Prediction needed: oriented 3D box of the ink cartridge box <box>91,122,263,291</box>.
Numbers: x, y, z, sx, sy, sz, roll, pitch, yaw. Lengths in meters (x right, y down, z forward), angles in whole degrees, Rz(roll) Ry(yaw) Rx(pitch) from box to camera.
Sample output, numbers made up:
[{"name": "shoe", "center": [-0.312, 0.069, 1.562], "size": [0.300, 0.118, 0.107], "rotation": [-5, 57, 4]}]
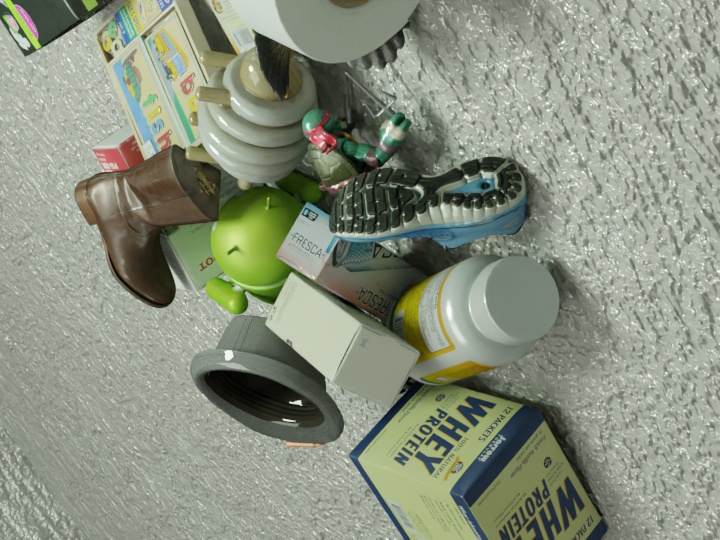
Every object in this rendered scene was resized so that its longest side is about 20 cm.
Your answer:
[{"name": "ink cartridge box", "center": [-0.203, -0.097, 1.840], "size": [0.083, 0.147, 0.201], "rotation": [4, 126, 56]}]

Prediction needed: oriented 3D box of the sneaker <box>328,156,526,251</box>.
[{"name": "sneaker", "center": [0.066, -0.047, 1.487], "size": [0.199, 0.079, 0.090], "rotation": [-4, 144, 17]}]

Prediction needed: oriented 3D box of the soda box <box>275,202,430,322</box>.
[{"name": "soda box", "center": [0.000, 0.000, 1.623], "size": [0.063, 0.069, 0.200], "rotation": [31, 180, 36]}]

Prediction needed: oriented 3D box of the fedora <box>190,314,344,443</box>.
[{"name": "fedora", "center": [-0.098, 0.113, 1.759], "size": [0.176, 0.091, 0.200], "rotation": [-2, 148, 35]}]

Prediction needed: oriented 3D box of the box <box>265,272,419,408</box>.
[{"name": "box", "center": [-0.022, 0.070, 1.608], "size": [0.082, 0.069, 0.200], "rotation": [27, -176, -26]}]

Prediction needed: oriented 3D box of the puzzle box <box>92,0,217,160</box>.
[{"name": "puzzle box", "center": [-0.218, -0.216, 1.722], "size": [0.133, 0.025, 0.201], "rotation": [-35, 72, 33]}]

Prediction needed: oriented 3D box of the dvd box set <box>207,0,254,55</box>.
[{"name": "dvd box set", "center": [-0.125, -0.312, 1.585], "size": [0.146, 0.029, 0.201], "rotation": [-6, 117, 59]}]

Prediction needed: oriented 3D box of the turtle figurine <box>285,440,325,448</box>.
[{"name": "turtle figurine", "center": [-0.075, 0.118, 1.882], "size": [0.200, 0.161, 0.065], "rotation": [31, 148, 35]}]

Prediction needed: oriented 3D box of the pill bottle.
[{"name": "pill bottle", "center": [0.114, 0.047, 1.556], "size": [0.113, 0.113, 0.200], "rotation": [54, 153, -4]}]

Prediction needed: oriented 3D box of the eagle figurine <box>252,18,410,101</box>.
[{"name": "eagle figurine", "center": [-0.056, -0.273, 1.411], "size": [0.201, 0.151, 0.151], "rotation": [60, -166, 21]}]

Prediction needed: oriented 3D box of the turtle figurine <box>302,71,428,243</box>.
[{"name": "turtle figurine", "center": [-0.001, -0.114, 1.561], "size": [0.200, 0.101, 0.150], "rotation": [54, 169, -29]}]

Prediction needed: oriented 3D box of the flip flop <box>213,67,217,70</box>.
[{"name": "flip flop", "center": [-0.125, -0.187, 1.709], "size": [0.199, 0.057, 0.082], "rotation": [17, 103, 28]}]

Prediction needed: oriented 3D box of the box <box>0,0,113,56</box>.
[{"name": "box", "center": [-0.352, -0.357, 1.784], "size": [0.149, 0.124, 0.200], "rotation": [57, 152, -13]}]

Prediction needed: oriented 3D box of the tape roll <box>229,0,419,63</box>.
[{"name": "tape roll", "center": [-0.021, -0.277, 1.281], "size": [0.071, 0.202, 0.203], "rotation": [29, 145, 36]}]

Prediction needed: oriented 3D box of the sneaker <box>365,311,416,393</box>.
[{"name": "sneaker", "center": [0.010, 0.077, 1.738], "size": [0.116, 0.075, 0.200], "rotation": [51, -178, 15]}]

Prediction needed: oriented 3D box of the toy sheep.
[{"name": "toy sheep", "center": [-0.109, -0.156, 1.592], "size": [0.138, 0.138, 0.200], "rotation": [44, 148, 16]}]

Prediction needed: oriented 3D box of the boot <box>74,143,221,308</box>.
[{"name": "boot", "center": [-0.208, -0.046, 1.717], "size": [0.199, 0.064, 0.187], "rotation": [-13, 122, 41]}]

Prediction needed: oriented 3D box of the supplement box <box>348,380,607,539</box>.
[{"name": "supplement box", "center": [0.131, 0.249, 1.724], "size": [0.199, 0.134, 0.201], "rotation": [12, 141, 52]}]

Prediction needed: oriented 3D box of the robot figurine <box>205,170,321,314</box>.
[{"name": "robot figurine", "center": [-0.100, -0.027, 1.757], "size": [0.115, 0.176, 0.200], "rotation": [34, 176, 17]}]
